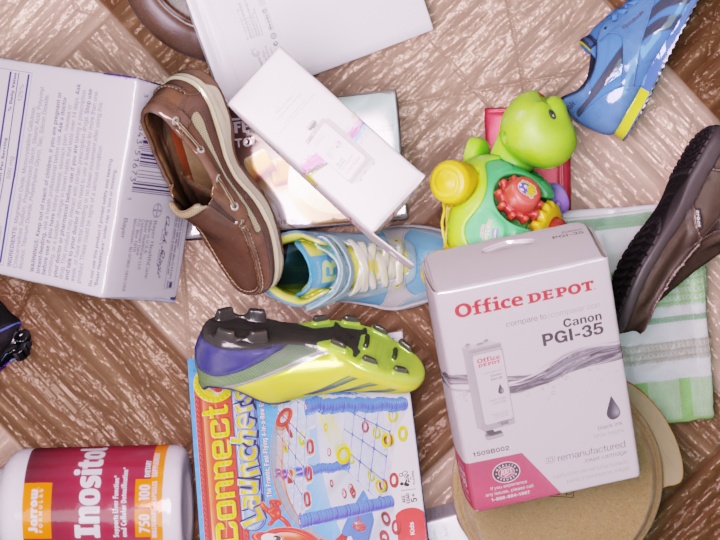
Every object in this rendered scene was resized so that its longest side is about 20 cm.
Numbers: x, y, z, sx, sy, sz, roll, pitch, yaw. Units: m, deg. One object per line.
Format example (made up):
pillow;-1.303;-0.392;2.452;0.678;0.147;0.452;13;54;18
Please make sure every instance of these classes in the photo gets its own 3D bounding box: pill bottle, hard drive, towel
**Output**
pill bottle;-0.252;0.213;1.630;0.199;0.113;0.113;-2;93;2
hard drive;-0.050;-0.240;1.617;0.199;0.027;0.132;-21;105;-6
towel;0.238;0.041;1.645;0.149;0.031;0.201;-5;96;-4

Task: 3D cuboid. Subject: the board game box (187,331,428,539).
board game box;-0.046;0.165;1.612;0.195;0.056;0.201;-8;67;2

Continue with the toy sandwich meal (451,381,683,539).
toy sandwich meal;0.175;0.175;1.606;0.204;0.070;0.206;0;98;-3

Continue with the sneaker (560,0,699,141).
sneaker;0.245;-0.216;1.619;0.078;0.066;0.201;28;94;4

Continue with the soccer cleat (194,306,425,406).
soccer cleat;-0.045;0.084;1.588;0.199;0.065;0.084;9;123;-8

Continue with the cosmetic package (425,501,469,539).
cosmetic package;0.011;0.281;1.647;0.199;0.074;0.102;-16;92;1

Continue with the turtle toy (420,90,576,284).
turtle toy;0.128;-0.054;1.566;0.101;0.146;0.201;8;93;26

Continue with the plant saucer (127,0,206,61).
plant saucer;-0.122;-0.287;1.642;0.199;0.032;0.201;0;92;1

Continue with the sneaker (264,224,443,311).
sneaker;0.000;0.000;1.603;0.199;0.131;0.080;-5;91;2

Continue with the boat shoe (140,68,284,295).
boat shoe;-0.130;-0.060;1.511;0.075;0.075;0.203;-5;117;39

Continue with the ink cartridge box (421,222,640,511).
ink cartridge box;0.138;0.078;1.495;0.146;0.083;0.201;-12;111;0

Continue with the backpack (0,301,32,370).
backpack;-0.414;0.093;1.604;0.135;0.183;0.200;44;105;7

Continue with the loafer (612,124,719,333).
loafer;0.283;-0.026;1.591;0.071;0.073;0.200;30;92;-8

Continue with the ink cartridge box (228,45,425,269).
ink cartridge box;-0.012;-0.090;1.525;0.200;0.116;0.068;43;90;1

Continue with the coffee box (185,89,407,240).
coffee box;-0.061;-0.092;1.625;0.199;0.080;0.115;-5;90;2

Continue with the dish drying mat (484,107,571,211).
dish drying mat;0.152;-0.047;1.653;0.076;0.018;0.201;-2;93;3

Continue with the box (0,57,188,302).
box;-0.249;-0.079;1.579;0.199;0.105;0.185;12;94;32
